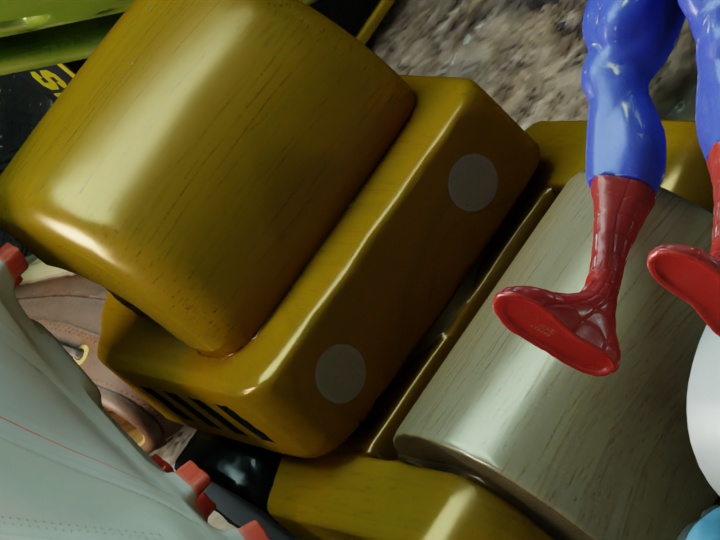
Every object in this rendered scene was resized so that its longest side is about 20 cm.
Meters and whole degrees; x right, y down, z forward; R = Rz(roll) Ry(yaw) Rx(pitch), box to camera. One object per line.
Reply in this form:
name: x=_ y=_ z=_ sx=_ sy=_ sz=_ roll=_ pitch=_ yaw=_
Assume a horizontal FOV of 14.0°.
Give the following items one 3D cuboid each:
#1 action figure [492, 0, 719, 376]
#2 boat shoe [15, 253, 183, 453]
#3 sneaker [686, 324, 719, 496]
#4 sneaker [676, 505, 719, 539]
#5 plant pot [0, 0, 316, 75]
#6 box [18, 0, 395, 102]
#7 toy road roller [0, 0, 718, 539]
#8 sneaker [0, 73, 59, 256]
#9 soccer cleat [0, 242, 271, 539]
action figure: x=0.073 y=-0.076 z=0.658 sx=0.065 sy=0.052 sz=0.200 roll=-21 pitch=44 yaw=42
boat shoe: x=-0.113 y=0.038 z=0.934 sx=0.200 sy=0.072 sz=0.068 roll=-18 pitch=39 yaw=48
sneaker: x=0.143 y=-0.036 z=0.638 sx=0.085 sy=0.073 sz=0.200 roll=-5 pitch=60 yaw=52
sneaker: x=0.117 y=0.095 z=0.497 sx=0.087 sy=0.075 sz=0.200 roll=-36 pitch=34 yaw=9
plant pot: x=-0.102 y=-0.155 z=0.824 sx=0.200 sy=0.199 sz=0.181 roll=-13 pitch=-9 yaw=-13
box: x=-0.076 y=-0.140 z=0.977 sx=0.160 sy=0.200 sz=0.049 roll=-55 pitch=22 yaw=-14
toy road roller: x=0.000 y=0.000 z=0.717 sx=0.123 sy=0.146 sz=0.200 roll=-55 pitch=26 yaw=-14
sneaker: x=-0.084 y=-0.084 z=1.056 sx=0.084 sy=0.121 sz=0.200 roll=12 pitch=102 yaw=50
soccer cleat: x=-0.082 y=0.060 z=0.720 sx=0.078 sy=0.200 sz=0.069 roll=-40 pitch=-5 yaw=-13
